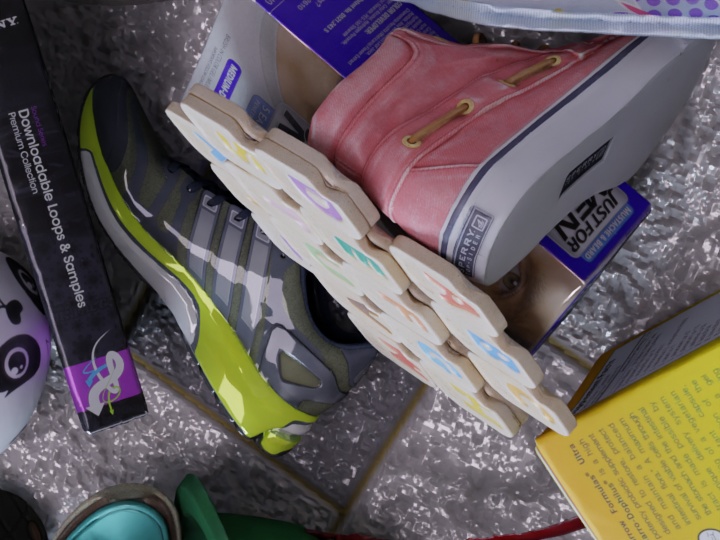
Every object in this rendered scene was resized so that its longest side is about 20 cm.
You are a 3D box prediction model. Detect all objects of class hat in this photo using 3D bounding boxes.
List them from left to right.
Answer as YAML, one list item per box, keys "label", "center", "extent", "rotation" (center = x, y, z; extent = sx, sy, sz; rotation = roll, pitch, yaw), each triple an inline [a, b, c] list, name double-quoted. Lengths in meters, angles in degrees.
- label: "hat"
  center: [0.018, 0.162, 0.962]
  extent: [0.175, 0.200, 0.167]
  rotation: [-17, 114, -14]

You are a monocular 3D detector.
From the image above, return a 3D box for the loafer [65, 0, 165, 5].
- label: "loafer"
  center: [-0.062, -0.175, 0.878]
  extent: [0.199, 0.072, 0.063]
  rotation: [-13, 61, 26]

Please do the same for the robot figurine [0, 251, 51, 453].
- label: "robot figurine"
  center: [-0.254, 0.030, 0.962]
  extent: [0.199, 0.125, 0.151]
  rotation: [16, 96, -19]

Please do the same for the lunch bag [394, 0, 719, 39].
- label: "lunch bag"
  center: [0.101, -0.186, 0.760]
  extent: [0.199, 0.127, 0.171]
  rotation: [3, 112, 12]

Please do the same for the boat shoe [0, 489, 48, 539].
- label: "boat shoe"
  center: [-0.267, 0.165, 1.025]
  extent: [0.074, 0.199, 0.076]
  rotation: [119, 144, -45]

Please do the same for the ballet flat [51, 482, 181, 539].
- label: "ballet flat"
  center: [-0.142, 0.177, 1.026]
  extent: [0.067, 0.062, 0.201]
  rotation: [22, 120, -5]

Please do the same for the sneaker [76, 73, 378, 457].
- label: "sneaker"
  center: [-0.063, -0.014, 0.933]
  extent: [0.081, 0.074, 0.200]
  rotation: [-33, 94, 12]

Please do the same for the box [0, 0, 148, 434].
- label: "box"
  center: [-0.149, -0.036, 0.917]
  extent: [0.036, 0.143, 0.201]
  rotation: [-18, 104, -8]

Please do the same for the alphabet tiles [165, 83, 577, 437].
- label: "alphabet tiles"
  center: [0.000, 0.000, 0.795]
  extent: [0.195, 0.200, 0.015]
  rotation: [32, 77, 40]

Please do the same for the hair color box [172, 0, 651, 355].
- label: "hair color box"
  center: [0.018, -0.048, 0.859]
  extent: [0.200, 0.065, 0.109]
  rotation: [39, 144, 5]

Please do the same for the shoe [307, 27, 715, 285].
- label: "shoe"
  center: [0.065, -0.071, 0.777]
  extent: [0.091, 0.200, 0.072]
  rotation: [34, 132, 18]

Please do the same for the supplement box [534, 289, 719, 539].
- label: "supplement box"
  center: [0.193, 0.055, 0.811]
  extent: [0.200, 0.109, 0.110]
  rotation: [-32, 93, 30]
